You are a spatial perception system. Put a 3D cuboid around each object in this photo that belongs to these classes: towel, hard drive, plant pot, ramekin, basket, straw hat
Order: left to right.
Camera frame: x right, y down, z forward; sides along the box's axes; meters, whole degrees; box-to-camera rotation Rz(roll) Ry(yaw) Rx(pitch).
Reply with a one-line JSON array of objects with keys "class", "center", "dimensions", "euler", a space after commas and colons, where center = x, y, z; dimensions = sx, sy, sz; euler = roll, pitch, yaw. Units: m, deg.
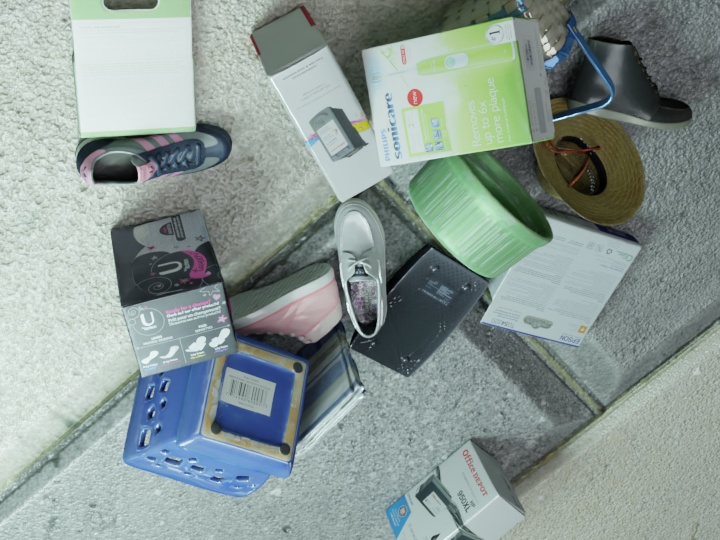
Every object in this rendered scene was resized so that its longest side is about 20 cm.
[{"class": "plant pot", "center": [-0.188, 0.188, 1.460], "dimensions": [0.200, 0.200, 0.180], "euler": [23, 154, -28]}, {"class": "towel", "center": [-0.061, 0.166, 1.522], "dimensions": [0.024, 0.200, 0.147], "euler": [39, 103, -26]}, {"class": "hard drive", "center": [0.085, 0.059, 1.595], "dimensions": [0.135, 0.042, 0.200], "euler": [29, 109, -29]}, {"class": "ramekin", "center": [0.158, -0.085, 1.441], "dimensions": [0.200, 0.200, 0.098], "euler": [34, 114, -31]}, {"class": "basket", "center": [0.208, -0.268, 1.352], "dimensions": [0.176, 0.139, 0.200], "euler": [-17, 119, 32]}, {"class": "straw hat", "center": [0.300, -0.141, 1.505], "dimensions": [0.201, 0.201, 0.085], "euler": [15, 153, -24]}]

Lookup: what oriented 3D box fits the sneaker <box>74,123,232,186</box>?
[{"class": "sneaker", "center": [-0.258, -0.137, 1.347], "dimensions": [0.200, 0.082, 0.070], "euler": [-10, 123, -11]}]

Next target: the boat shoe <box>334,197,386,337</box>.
[{"class": "boat shoe", "center": [0.000, 0.000, 1.499], "dimensions": [0.072, 0.069, 0.200], "euler": [-1, 110, 2]}]

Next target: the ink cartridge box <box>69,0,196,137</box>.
[{"class": "ink cartridge box", "center": [-0.276, -0.262, 1.286], "dimensions": [0.145, 0.048, 0.200], "euler": [-5, 121, -14]}]

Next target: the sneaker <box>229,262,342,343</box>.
[{"class": "sneaker", "center": [-0.117, 0.073, 1.522], "dimensions": [0.200, 0.075, 0.105], "euler": [-23, 119, -7]}]

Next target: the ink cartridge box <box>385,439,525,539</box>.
[{"class": "ink cartridge box", "center": [0.156, 0.404, 1.767], "dimensions": [0.200, 0.145, 0.084], "euler": [-42, 122, 10]}]

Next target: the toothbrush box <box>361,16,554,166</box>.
[{"class": "toothbrush box", "center": [0.116, -0.211, 1.269], "dimensions": [0.200, 0.086, 0.146], "euler": [-5, 98, 31]}]

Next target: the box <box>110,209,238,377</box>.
[{"class": "box", "center": [-0.243, 0.023, 1.378], "dimensions": [0.132, 0.200, 0.115], "euler": [-15, 125, -8]}]

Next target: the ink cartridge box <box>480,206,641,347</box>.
[{"class": "ink cartridge box", "center": [0.301, 0.011, 1.633], "dimensions": [0.196, 0.043, 0.200], "euler": [15, 117, -26]}]

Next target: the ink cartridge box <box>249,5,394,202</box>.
[{"class": "ink cartridge box", "center": [-0.049, -0.209, 1.327], "dimensions": [0.086, 0.148, 0.200], "euler": [-30, 126, 3]}]

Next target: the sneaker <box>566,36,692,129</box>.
[{"class": "sneaker", "center": [0.390, -0.260, 1.473], "dimensions": [0.200, 0.075, 0.106], "euler": [4, 112, -25]}]
